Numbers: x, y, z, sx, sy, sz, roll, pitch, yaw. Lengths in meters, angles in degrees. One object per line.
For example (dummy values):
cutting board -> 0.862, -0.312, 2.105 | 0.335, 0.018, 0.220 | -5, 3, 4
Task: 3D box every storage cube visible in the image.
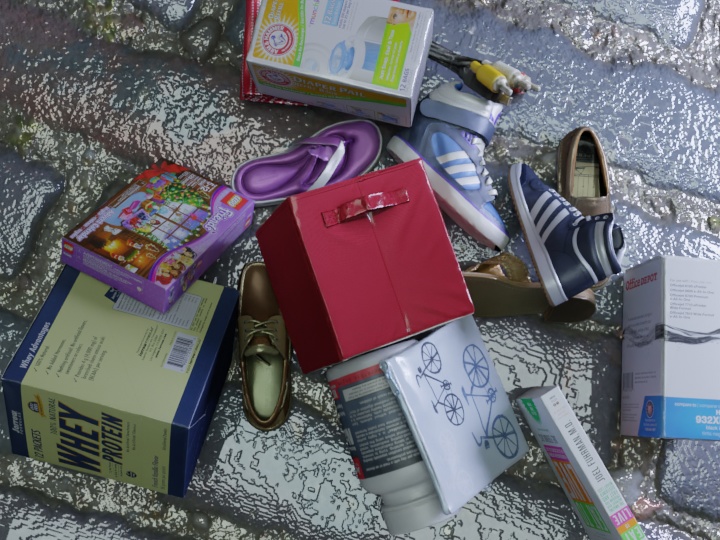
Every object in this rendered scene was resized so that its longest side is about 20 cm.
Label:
storage cube -> 0.000, 0.000, 1.115 | 0.169, 0.200, 0.183 | -18, 85, -20

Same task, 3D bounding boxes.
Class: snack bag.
snack bag -> 0.111, 0.162, 1.121 | 0.021, 0.199, 0.191 | -23, 90, 39

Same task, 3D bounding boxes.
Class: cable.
cable -> 0.136, -0.261, 1.213 | 0.200, 0.096, 0.051 | 42, 122, 27

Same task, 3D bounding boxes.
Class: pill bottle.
pill bottle -> 0.043, 0.193, 1.136 | 0.118, 0.120, 0.203 | -18, 83, -4

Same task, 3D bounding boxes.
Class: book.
book -> 0.256, 0.227, 1.132 | 0.048, 0.134, 0.202 | -29, 84, -5

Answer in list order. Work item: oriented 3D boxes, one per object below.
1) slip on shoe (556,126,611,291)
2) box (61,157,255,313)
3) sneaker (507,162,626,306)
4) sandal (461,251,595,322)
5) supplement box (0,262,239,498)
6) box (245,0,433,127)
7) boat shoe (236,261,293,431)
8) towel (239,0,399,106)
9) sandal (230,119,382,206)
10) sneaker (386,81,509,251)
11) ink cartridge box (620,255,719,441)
slip on shoe -> 0.280, -0.077, 1.209 | 0.075, 0.061, 0.204 | 1, 82, -2
box -> -0.228, -0.047, 1.128 | 0.135, 0.039, 0.200 | 25, 40, 10
sneaker -> 0.246, -0.061, 1.161 | 0.107, 0.070, 0.202 | -24, 53, 17
sandal -> 0.184, 0.012, 1.203 | 0.208, 0.078, 0.070 | 8, 51, -8
supplement box -> -0.257, 0.110, 1.085 | 0.196, 0.135, 0.202 | 14, 45, 0
box -> -0.023, -0.255, 1.147 | 0.197, 0.101, 0.114 | 14, 80, 5
boat shoe -> -0.112, 0.089, 1.167 | 0.074, 0.074, 0.204 | -6, 83, -3
towel -> -0.049, -0.276, 1.216 | 0.196, 0.022, 0.147 | 3, 82, -1
sandal -> -0.063, -0.129, 1.209 | 0.200, 0.050, 0.084 | -24, 84, -5
sneaker -> 0.144, -0.140, 1.202 | 0.200, 0.081, 0.147 | 44, 87, 9
ink cartridge box -> 0.365, 0.094, 1.147 | 0.082, 0.145, 0.204 | 3, 82, -2
